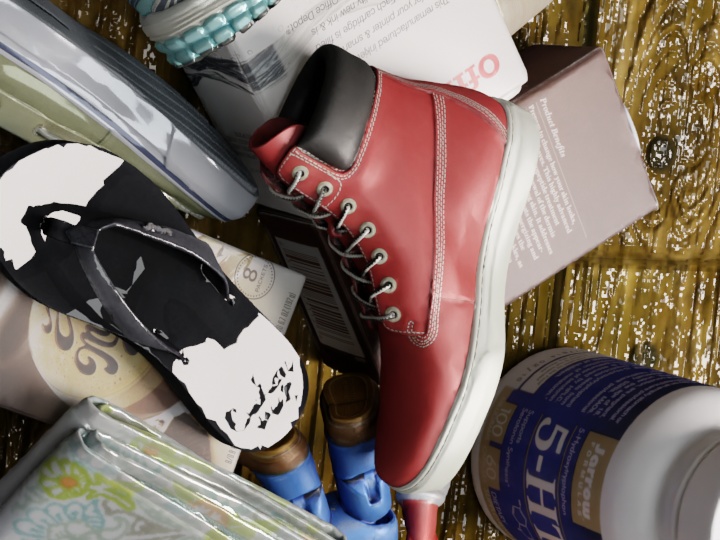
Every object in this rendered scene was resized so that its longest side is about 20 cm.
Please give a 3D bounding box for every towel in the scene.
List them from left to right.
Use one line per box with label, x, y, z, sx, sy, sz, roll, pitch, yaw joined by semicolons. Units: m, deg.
towel;-0.126;0.165;1.007;0.171;0.048;0.200;33;112;-27

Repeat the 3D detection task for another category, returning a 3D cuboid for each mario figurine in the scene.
mario figurine;-0.015;0.149;1.095;0.106;0.123;0.201;-60;143;-54

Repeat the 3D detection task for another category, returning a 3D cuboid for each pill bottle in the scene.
pill bottle;0.160;0.116;1.121;0.119;0.200;0.120;-5;100;-30

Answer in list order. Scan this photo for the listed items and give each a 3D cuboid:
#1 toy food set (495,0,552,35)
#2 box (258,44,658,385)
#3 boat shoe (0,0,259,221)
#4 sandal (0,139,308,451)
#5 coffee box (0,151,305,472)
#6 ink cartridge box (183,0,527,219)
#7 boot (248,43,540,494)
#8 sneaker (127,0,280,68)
toy food set;0.071;-0.235;1.105;0.143;0.060;0.201;-40;117;-32
box;0.054;-0.034;1.111;0.200;0.075;0.100;-31;111;-21
boat shoe;-0.137;-0.078;1.002;0.200;0.072;0.062;37;103;-26
sandal;-0.091;0.009;0.953;0.200;0.043;0.076;41;75;-29
coffee box;-0.142;0.016;0.997;0.199;0.080;0.113;22;87;-31
ink cartridge box;-0.025;-0.147;1.038;0.145;0.084;0.201;-35;113;-20
boot;0.000;0.000;0.988;0.144;0.072;0.201;14;82;-31
sneaker;-0.036;-0.187;0.934;0.200;0.078;0.086;-47;112;-15
